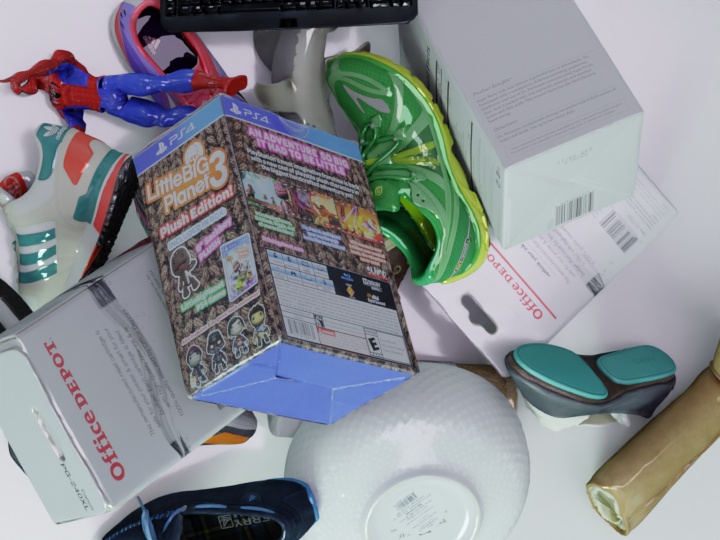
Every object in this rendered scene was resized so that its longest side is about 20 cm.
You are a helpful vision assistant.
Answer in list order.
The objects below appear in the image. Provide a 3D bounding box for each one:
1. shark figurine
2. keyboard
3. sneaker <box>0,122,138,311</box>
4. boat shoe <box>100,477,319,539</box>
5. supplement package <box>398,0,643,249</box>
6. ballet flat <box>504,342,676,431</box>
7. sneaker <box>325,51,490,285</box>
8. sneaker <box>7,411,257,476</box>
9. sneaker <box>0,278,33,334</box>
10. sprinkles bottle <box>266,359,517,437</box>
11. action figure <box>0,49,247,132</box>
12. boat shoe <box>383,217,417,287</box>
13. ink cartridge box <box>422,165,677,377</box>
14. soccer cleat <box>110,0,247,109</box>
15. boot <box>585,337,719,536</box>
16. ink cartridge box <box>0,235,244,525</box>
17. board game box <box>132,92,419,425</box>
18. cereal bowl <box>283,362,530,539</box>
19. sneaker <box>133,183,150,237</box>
[{"bbox_3d":[-0.044,-0.197,1.739,0.128,0.089,0.216,11,99,-45],"label":"shark figurine"},{"bbox_3d":[-0.056,-0.233,1.677,0.198,0.040,0.105,-2,53,1],"label":"keyboard"},{"bbox_3d":[-0.240,-0.030,1.678,0.093,0.070,0.200,30,127,2],"label":"sneaker"},{"bbox_3d":[-0.132,0.204,1.699,0.199,0.069,0.085,-26,94,23],"label":"boat shoe"},{"bbox_3d":[0.121,-0.144,1.705,0.121,0.120,0.201,-22,61,-9],"label":"supplement package"},{"bbox_3d":[0.180,0.100,1.770,0.199,0.073,0.074,1,93,-45],"label":"ballet flat"},{"bbox_3d":[0.030,-0.080,1.690,0.083,0.074,0.201,-30,90,-38],"label":"sneaker"},{"bbox_3d":[-0.186,0.135,1.730,0.199,0.078,0.113,12,106,-19],"label":"sneaker"},{"bbox_3d":[-0.335,0.022,1.685,0.115,0.075,0.201,-48,68,33],"label":"sneaker"},{"bbox_3d":[0.025,0.104,1.767,0.198,0.068,0.069,3,92,-12],"label":"sprinkles bottle"},{"bbox_3d":[-0.194,-0.125,1.666,0.199,0.099,0.066,10,119,24],"label":"action figure"},{"bbox_3d":[0.000,0.000,1.754,0.200,0.072,0.072,-43,134,-29],"label":"boat shoe"},{"bbox_3d":[0.146,-0.021,1.786,0.200,0.068,0.116,-43,99,-7],"label":"ink cartridge box"},{"bbox_3d":[-0.125,-0.133,1.722,0.068,0.073,0.200,-38,99,-8],"label":"soccer cleat"},{"bbox_3d":[0.270,0.117,1.777,0.200,0.175,0.066,-41,61,-9],"label":"boot"},{"bbox_3d":[-0.173,0.073,1.608,0.200,0.083,0.146,-36,102,-42],"label":"ink cartridge box"},{"bbox_3d":[-0.062,-0.005,1.598,0.159,0.097,0.201,17,51,-48],"label":"board game box"},{"bbox_3d":[0.042,0.177,1.726,0.198,0.084,0.201,-5,123,-7],"label":"cereal bowl"},{"bbox_3d":[-0.122,-0.013,1.732,0.080,0.075,0.201,-30,114,-24],"label":"sneaker"}]
